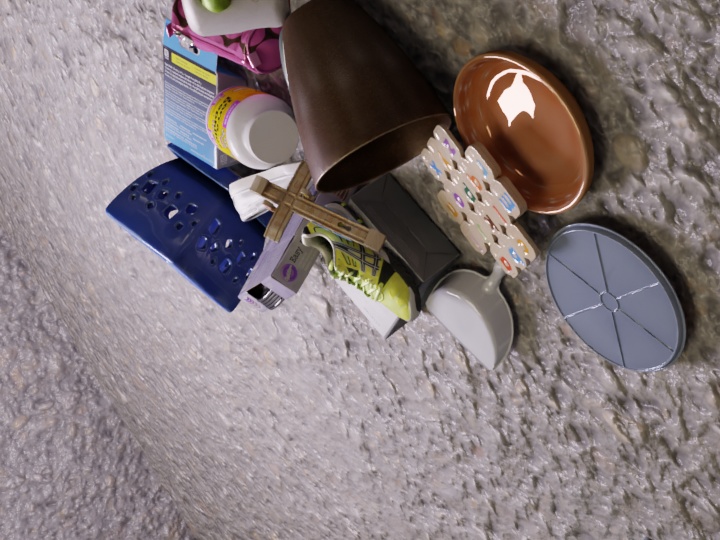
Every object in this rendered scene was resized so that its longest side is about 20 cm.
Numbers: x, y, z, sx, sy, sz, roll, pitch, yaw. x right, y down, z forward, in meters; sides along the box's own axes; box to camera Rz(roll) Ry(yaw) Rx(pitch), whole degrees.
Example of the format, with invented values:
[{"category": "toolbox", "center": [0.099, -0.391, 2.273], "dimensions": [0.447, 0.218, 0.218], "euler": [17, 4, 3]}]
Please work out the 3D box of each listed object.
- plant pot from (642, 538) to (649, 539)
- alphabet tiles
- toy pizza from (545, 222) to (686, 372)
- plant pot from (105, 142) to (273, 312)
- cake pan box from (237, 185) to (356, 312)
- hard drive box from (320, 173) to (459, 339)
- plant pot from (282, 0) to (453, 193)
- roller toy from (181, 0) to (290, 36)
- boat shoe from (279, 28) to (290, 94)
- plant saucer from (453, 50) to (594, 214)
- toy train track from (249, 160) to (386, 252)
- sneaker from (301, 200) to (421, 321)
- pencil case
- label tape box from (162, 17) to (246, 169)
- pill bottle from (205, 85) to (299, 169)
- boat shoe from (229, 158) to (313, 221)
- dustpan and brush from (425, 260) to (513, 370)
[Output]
[{"category": "plant pot", "center": [0.398, 0.525, 1.617], "dimensions": [0.195, 0.199, 0.198], "euler": [29, 143, 41]}, {"category": "alphabet tiles", "center": [0.145, -0.084, 1.473], "dimensions": [0.196, 0.015, 0.200], "euler": [54, 165, 7]}, {"category": "toy pizza", "center": [0.296, 0.028, 1.402], "dimensions": [0.200, 0.032, 0.201], "euler": [37, 147, 29]}, {"category": "plant pot", "center": [-0.258, -0.081, 1.962], "dimensions": [0.199, 0.180, 0.200], "euler": [34, 174, 35]}, {"category": "cake pan box", "center": [-0.095, -0.039, 1.758], "dimensions": [0.052, 0.201, 0.184], "euler": [32, 159, -10]}, {"category": "hard drive box", "center": [0.036, -0.017, 1.716], "dimensions": [0.156, 0.077, 0.200], "euler": [49, 152, 10]}, {"category": "plant pot", "center": [-0.014, -0.227, 1.476], "dimensions": [0.201, 0.186, 0.187], "euler": [63, 154, 9]}, {"category": "roller toy", "center": [-0.150, -0.387, 1.479], "dimensions": [0.183, 0.138, 0.202], "euler": [85, 178, -75]}, {"category": "boat shoe", "center": [-0.077, -0.247, 1.645], "dimensions": [0.062, 0.073, 0.201], "euler": [20, 142, 42]}, {"category": "plant saucer", "center": [0.187, -0.158, 1.360], "dimensions": [0.200, 0.037, 0.201], "euler": [38, 148, 29]}, {"category": "toy train track", "center": [-0.059, -0.077, 1.598], "dimensions": [0.199, 0.115, 0.033], "euler": [25, 174, 14]}, {"category": "sneaker", "center": [0.000, 0.000, 1.628], "dimensions": [0.200, 0.076, 0.076], "euler": [45, 150, 16]}, {"category": "pencil case", "center": [-0.182, -0.333, 1.690], "dimensions": [0.199, 0.093, 0.091], "euler": [26, 139, 41]}, {"category": "label tape box", "center": [-0.240, -0.277, 1.869], "dimensions": [0.143, 0.066, 0.202], "euler": [31, 128, 38]}, {"category": "pill bottle", "center": [-0.150, -0.202, 1.725], "dimensions": [0.105, 0.104, 0.200], "euler": [65, 167, -21]}, {"category": "boat shoe", "center": [-0.106, -0.112, 1.702], "dimensions": [0.199, 0.072, 0.069], "euler": [-14, 94, 35]}, {"category": "dustpan and brush", "center": [0.163, 0.036, 1.614], "dimensions": [0.140, 0.057, 0.200], "euler": [45, 158, 15]}]
